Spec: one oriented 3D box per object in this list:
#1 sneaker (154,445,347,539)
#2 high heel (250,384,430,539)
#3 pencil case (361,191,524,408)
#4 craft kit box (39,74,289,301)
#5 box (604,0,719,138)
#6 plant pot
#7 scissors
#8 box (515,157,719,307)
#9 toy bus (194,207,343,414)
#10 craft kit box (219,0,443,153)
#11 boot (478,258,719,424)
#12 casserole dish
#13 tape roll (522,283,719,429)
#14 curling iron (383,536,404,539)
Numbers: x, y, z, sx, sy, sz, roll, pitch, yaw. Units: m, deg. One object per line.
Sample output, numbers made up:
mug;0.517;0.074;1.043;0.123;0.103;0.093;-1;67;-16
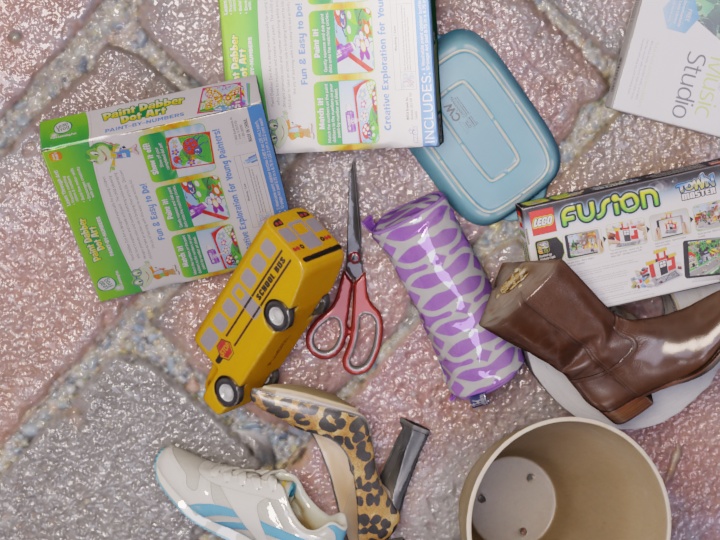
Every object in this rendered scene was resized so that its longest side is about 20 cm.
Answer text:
sneaker;-0.104;0.218;1.540;0.199;0.076;0.081;32;105;7
high heel;-0.036;0.191;1.541;0.199;0.071;0.143;21;93;-28
pencil case;0.083;0.026;1.537;0.085;0.084;0.201;-18;102;33
craft kit box;-0.167;-0.070;1.461;0.196;0.049;0.201;-14;137;-3
box;0.346;-0.199;1.536;0.198;0.036;0.145;13;99;-7
plant pot;0.166;0.226;1.507;0.186;0.200;0.189;0;87;-9
scissors;0.000;0.000;1.559;0.073;0.014;0.202;13;98;-4
box;0.251;-0.028;1.493;0.198;0.035;0.111;-12;100;-2
toy bus;-0.091;0.042;1.497;0.078;0.065;0.200;46;126;16
craft kit box;-0.028;-0.208;1.476;0.196;0.049;0.202;-2;100;9
boot;0.226;0.032;1.452;0.200;0.064;0.186;39;108;-25
casserole dish;0.108;-0.133;1.529;0.121;0.039;0.201;-36;100;2
tape roll;0.250;0.048;1.558;0.199;0.066;0.202;-1;99;-4
curling iron;-0.046;0.294;1.571;0.199;0.026;0.050;-21;58;13
